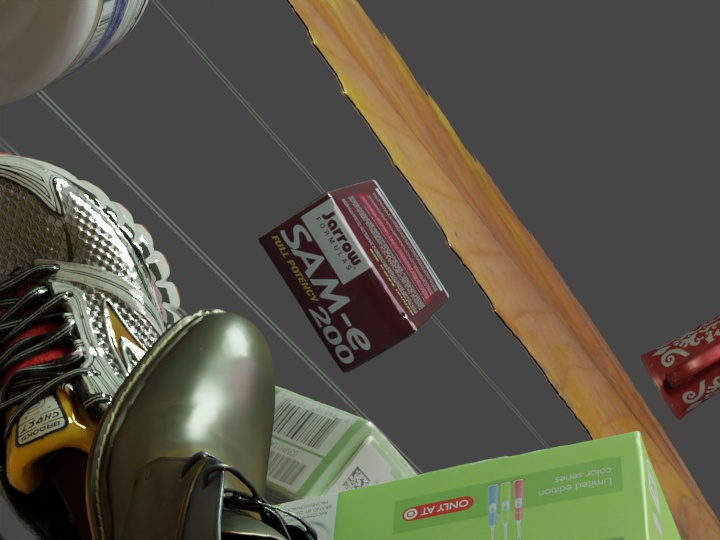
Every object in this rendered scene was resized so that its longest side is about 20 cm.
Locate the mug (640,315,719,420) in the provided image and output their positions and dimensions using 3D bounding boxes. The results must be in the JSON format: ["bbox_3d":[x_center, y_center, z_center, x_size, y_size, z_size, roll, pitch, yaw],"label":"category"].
[{"bbox_3d":[0.612,0.164,3.186,0.133,0.200,0.178,55,11,-18],"label":"mug"}]

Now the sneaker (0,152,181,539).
[{"bbox_3d":[-0.099,0.042,0.657,0.200,0.078,0.082,61,12,15],"label":"sneaker"}]

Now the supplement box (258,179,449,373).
[{"bbox_3d":[0.000,0.000,1.265,0.109,0.061,0.200,57,10,1],"label":"supplement box"}]

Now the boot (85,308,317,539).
[{"bbox_3d":[-0.038,0.082,0.569,0.075,0.097,0.200,36,45,-27],"label":"boot"}]

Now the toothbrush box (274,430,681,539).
[{"bbox_3d":[0.038,0.164,0.600,0.200,0.146,0.086,-85,156,-49],"label":"toothbrush box"}]

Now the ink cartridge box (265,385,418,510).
[{"bbox_3d":[0.003,0.122,0.783,0.146,0.048,0.200,14,-31,52],"label":"ink cartridge box"}]

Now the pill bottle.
[{"bbox_3d":[-0.155,-0.141,0.829,0.111,0.111,0.200,56,10,-9],"label":"pill bottle"}]
